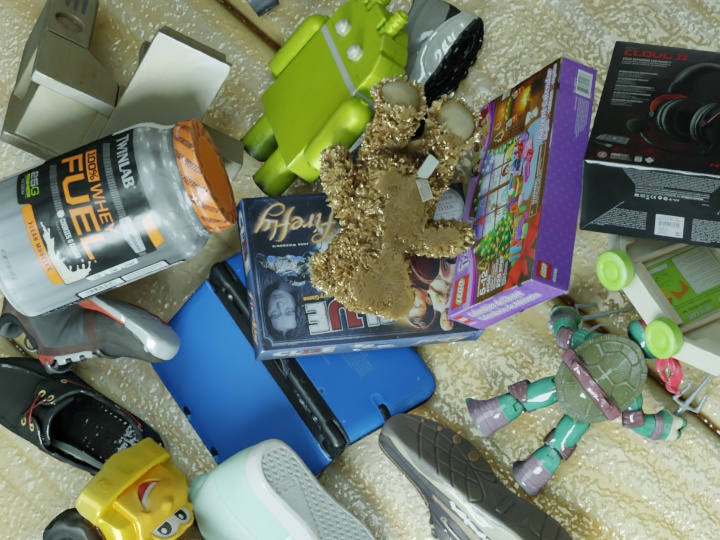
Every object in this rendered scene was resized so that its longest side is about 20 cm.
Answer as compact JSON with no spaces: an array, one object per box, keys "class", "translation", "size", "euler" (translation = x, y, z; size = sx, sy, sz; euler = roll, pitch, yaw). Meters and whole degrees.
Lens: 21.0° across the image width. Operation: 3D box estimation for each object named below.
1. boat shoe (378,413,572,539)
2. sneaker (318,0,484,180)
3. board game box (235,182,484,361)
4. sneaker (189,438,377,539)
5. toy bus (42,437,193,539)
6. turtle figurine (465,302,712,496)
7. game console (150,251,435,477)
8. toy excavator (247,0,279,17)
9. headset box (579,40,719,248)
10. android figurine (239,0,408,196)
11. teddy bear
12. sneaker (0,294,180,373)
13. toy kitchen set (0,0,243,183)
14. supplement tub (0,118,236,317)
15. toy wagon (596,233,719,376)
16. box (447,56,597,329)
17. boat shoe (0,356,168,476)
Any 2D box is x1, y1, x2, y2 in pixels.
[{"class":"boat shoe","translation":[0.085,0.202,1.618],"size":[0.200,0.074,0.074],"euler":[42,120,18]},{"class":"sneaker","translation":[0.025,-0.157,1.724],"size":[0.079,0.074,0.201],"euler":[34,81,23]},{"class":"board game box","translation":[0.000,0.000,1.667],"size":[0.198,0.035,0.137],"euler":[-5,76,-15]},{"class":"sneaker","translation":[-0.061,0.235,1.647],"size":[0.118,0.074,0.201],"euler":[-22,109,42]},{"class":"toy bus","translation":[-0.165,0.270,1.598],"size":[0.191,0.136,0.201],"euler":[30,121,16]},{"class":"turtle figurine","translation":[0.193,0.091,1.617],"size":[0.199,0.101,0.150],"euler":[-37,73,8]},{"class":"game console","translation":[-0.062,0.086,1.712],"size":[0.170,0.119,0.201],"euler":[-27,71,-27]},{"class":"toy excavator","translation":[-0.112,-0.350,1.726],"size":[0.099,0.200,0.195],"euler":[-32,73,3]},{"class":"headset box","translation":[0.269,-0.112,1.611],"size":[0.147,0.076,0.201],"euler":[8,40,13]},{"class":"android figurine","translation":[-0.028,-0.160,1.699],"size":[0.200,0.041,0.183],"euler":[-47,34,20]},{"class":"teddy bear","translation":[0.028,-0.061,1.616],"size":[0.144,0.067,0.202],"euler":[2,96,-21]},{"class":"sneaker","translation":[-0.243,0.059,1.725],"size":[0.199,0.077,0.083],"euler":[20,89,36]},{"class":"toy kitchen set","translation":[-0.189,-0.180,1.739],"size":[0.199,0.181,0.164],"euler":[25,120,-17]},{"class":"supplement tub","translation":[-0.213,-0.048,1.644],"size":[0.198,0.123,0.124],"euler":[-21,74,9]},{"class":"toy wagon","translation":[0.284,0.029,1.592],"size":[0.154,0.040,0.201],"euler":[-19,68,-38]},{"class":"box","translation":[0.135,-0.063,1.628],"size":[0.039,0.137,0.202],"euler":[18,68,-22]},{"class":"boat shoe","translation":[-0.265,0.127,1.726],"size":[0.200,0.063,0.074],"euler":[25,86,18]}]
